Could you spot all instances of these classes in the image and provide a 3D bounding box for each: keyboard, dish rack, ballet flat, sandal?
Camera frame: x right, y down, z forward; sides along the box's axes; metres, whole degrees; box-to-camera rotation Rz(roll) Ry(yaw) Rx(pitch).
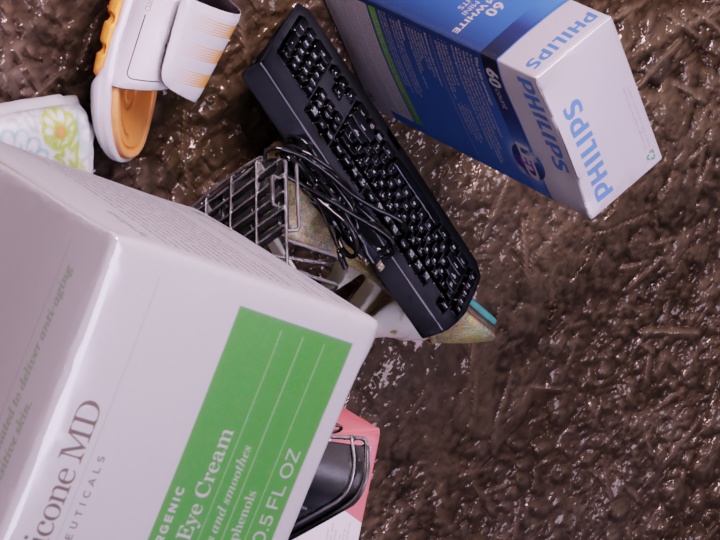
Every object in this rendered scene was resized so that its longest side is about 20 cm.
[{"bbox_3d":[0.010,-0.049,1.592,0.200,0.039,0.104,54,41,-21],"label":"keyboard"},{"bbox_3d":[-0.060,0.046,1.524,0.054,0.153,0.201,14,61,-32],"label":"dish rack"},{"bbox_3d":[0.000,0.000,1.655,0.200,0.071,0.071,42,82,-37],"label":"ballet flat"},{"bbox_3d":[-0.091,-0.151,1.493,0.079,0.059,0.208,-35,140,-72],"label":"sandal"}]

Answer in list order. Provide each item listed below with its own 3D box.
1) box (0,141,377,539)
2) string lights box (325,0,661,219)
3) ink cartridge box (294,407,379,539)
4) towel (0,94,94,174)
[{"bbox_3d":[-0.136,0.064,1.413,0.171,0.200,0.200,19,96,-36],"label":"box"},{"bbox_3d":[0.067,-0.113,1.565,0.059,0.200,0.103,-39,130,-18],"label":"string lights box"},{"bbox_3d":[-0.093,0.138,1.639,0.199,0.067,0.117,-1,109,-40],"label":"ink cartridge box"},{"bbox_3d":[-0.226,0.003,1.484,0.199,0.048,0.172,-13,115,-35],"label":"towel"}]
